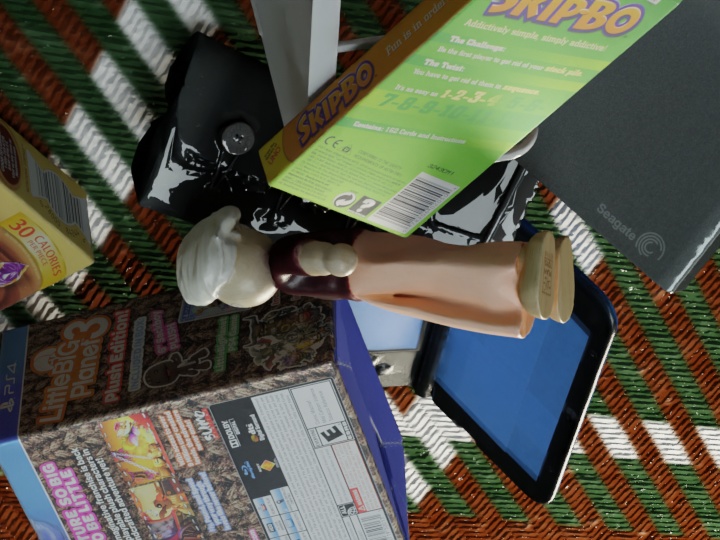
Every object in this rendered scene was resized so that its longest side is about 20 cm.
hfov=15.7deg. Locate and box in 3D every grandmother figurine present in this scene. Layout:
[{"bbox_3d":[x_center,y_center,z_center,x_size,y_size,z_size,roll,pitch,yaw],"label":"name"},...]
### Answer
[{"bbox_3d":[0.000,0.000,1.309,0.200,0.061,0.121,2,169,19],"label":"grandmother figurine"}]

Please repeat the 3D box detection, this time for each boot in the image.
[{"bbox_3d":[-0.002,-0.081,1.371,0.200,0.066,0.165,20,95,-10],"label":"boot"}]

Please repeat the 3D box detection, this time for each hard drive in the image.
[{"bbox_3d":[0.164,-0.108,1.287,0.200,0.140,0.033,-54,162,18],"label":"hard drive"}]

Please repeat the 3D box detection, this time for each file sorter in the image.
[{"bbox_3d":[0.021,-0.156,1.225,0.124,0.139,0.200,-9,143,-10],"label":"file sorter"}]

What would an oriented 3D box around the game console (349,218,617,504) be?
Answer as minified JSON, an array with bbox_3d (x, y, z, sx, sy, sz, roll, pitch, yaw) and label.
[{"bbox_3d":[0.036,0.043,1.503,0.170,0.118,0.200,-3,142,-13],"label":"game console"}]

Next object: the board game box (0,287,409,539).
[{"bbox_3d":[-0.088,0.099,1.485,0.200,0.097,0.160,-13,129,8],"label":"board game box"}]

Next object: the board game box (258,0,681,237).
[{"bbox_3d":[0.054,-0.092,1.185,0.200,0.030,0.095,-38,142,29],"label":"board game box"}]

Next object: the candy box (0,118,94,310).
[{"bbox_3d":[-0.242,-0.046,1.357,0.117,0.057,0.200,-26,143,17],"label":"candy box"}]
